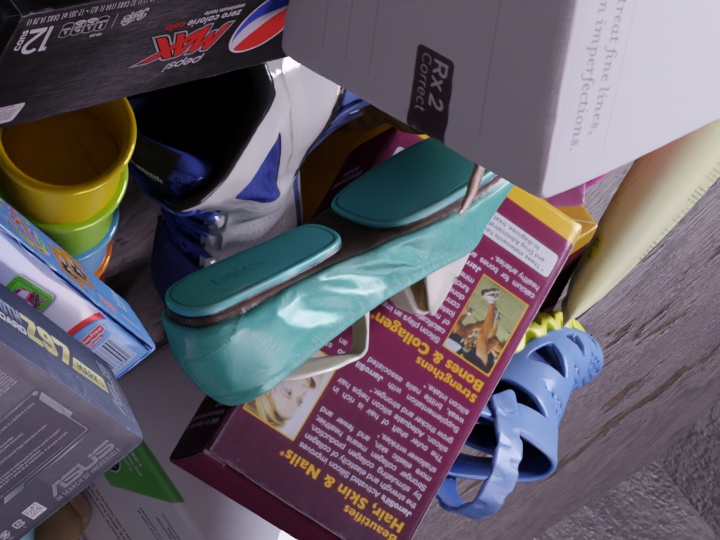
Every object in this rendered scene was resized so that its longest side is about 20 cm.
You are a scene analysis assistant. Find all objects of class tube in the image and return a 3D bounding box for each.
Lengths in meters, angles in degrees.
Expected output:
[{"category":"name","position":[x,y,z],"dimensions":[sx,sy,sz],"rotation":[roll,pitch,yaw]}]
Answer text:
[{"category":"tube","position":[0.173,-0.053,1.112],"dimensions":[0.058,0.052,0.200],"rotation":[23,108,-49]}]

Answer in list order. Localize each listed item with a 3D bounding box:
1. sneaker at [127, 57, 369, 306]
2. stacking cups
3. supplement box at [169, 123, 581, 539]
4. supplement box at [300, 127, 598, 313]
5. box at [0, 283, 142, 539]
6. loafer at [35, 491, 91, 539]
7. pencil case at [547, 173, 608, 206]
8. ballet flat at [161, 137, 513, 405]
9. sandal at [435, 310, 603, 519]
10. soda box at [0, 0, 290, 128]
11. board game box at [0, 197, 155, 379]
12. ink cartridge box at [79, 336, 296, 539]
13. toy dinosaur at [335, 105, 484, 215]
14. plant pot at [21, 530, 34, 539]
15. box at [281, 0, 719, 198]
[{"category":"sneaker","position":[-0.072,-0.050,0.899],"dimensions":[0.115,0.081,0.200],"rotation":[-23,153,-43]},{"category":"stacking cups","position":[-0.139,-0.019,0.880],"dimensions":[0.060,0.061,0.200],"rotation":[-31,167,-23]},{"category":"supplement box","position":[0.007,0.036,0.980],"dimensions":[0.200,0.110,0.086],"rotation":[-59,-169,-15]},{"category":"supplement box","position":[0.003,0.014,1.148],"dimensions":[0.197,0.133,0.200],"rotation":[-33,164,-18]},{"category":"box","position":[-0.206,0.079,0.747],"dimensions":[0.200,0.051,0.158],"rotation":[-39,142,7]},{"category":"loafer","position":[-0.239,0.166,1.080],"dimensions":[0.200,0.076,0.067],"rotation":[-29,-156,23]},{"category":"pencil case","position":[0.133,-0.112,1.063],"dimensions":[0.091,0.094,0.200],"rotation":[-5,-159,29]},{"category":"ballet flat","position":[0.000,0.000,0.907],"dimensions":[0.200,0.067,0.070],"rotation":[-30,123,-23]},{"category":"sandal","position":[0.079,0.084,1.108],"dimensions":[0.200,0.087,0.080],"rotation":[-22,157,-49]},{"category":"soda box","position":[-0.078,-0.108,0.709],"dimensions":[0.200,0.071,0.063],"rotation":[-21,157,-49]},{"category":"board game box","position":[-0.194,0.025,0.771],"dimensions":[0.151,0.037,0.200],"rotation":[-38,142,4]},{"category":"ink cartridge box","position":[-0.120,0.134,1.121],"dimensions":[0.084,0.146,0.200],"rotation":[-34,180,-37]},{"category":"toy dinosaur","position":[0.033,-0.087,0.914],"dimensions":[0.060,0.106,0.200],"rotation":[7,-174,-25]},{"category":"plant pot","position":[-0.235,0.149,0.936],"dimensions":[0.200,0.135,0.200],"rotation":[-25,157,-12]},{"category":"box","position":[0.093,-0.161,0.695],"dimensions":[0.200,0.131,0.199],"rotation":[-25,135,-41]}]
